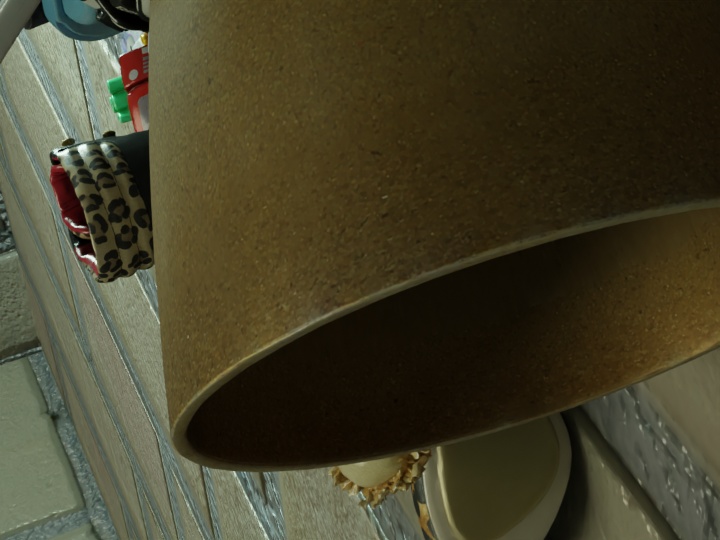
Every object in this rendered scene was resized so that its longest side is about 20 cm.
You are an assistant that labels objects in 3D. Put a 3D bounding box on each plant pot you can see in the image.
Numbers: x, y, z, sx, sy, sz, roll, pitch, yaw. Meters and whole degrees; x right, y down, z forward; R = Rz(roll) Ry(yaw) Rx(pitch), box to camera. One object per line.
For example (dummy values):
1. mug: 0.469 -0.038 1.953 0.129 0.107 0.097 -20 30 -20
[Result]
1. plant pot: 0.015 -0.068 0.448 0.187 0.185 0.202 111 145 -67

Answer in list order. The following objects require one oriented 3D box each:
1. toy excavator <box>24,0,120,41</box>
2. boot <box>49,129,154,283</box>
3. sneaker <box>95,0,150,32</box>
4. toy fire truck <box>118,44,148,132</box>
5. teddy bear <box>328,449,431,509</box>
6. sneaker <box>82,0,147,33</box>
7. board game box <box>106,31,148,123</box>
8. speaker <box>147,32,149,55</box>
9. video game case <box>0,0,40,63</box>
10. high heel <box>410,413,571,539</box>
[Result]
1. toy excavator: -0.161 -0.225 1.048 0.200 0.099 0.196 39 145 39
2. boot: -0.087 -0.064 0.827 0.200 0.149 0.074 -129 25 -54
3. sneaker: -0.044 -0.096 0.549 0.199 0.080 0.074 37 152 -19
4. toy fire truck: -0.093 -0.041 0.991 0.200 0.048 0.142 66 -171 -70
5. teddy bear: 0.000 0.000 0.649 0.200 0.066 0.146 -132 44 -59
6. sneaker: -0.086 -0.183 0.863 0.199 0.111 0.074 -9 61 46
7. board game box: -0.171 -0.151 1.252 0.201 0.026 0.200 88 157 -45
8. speaker: -0.046 -0.143 0.650 0.200 0.081 0.082 109 140 -65
9. video game case: -0.196 -0.253 0.979 0.200 0.023 0.183 -50 41 23
10. high heel: 0.045 0.098 0.711 0.142 0.071 0.202 -165 55 -73
